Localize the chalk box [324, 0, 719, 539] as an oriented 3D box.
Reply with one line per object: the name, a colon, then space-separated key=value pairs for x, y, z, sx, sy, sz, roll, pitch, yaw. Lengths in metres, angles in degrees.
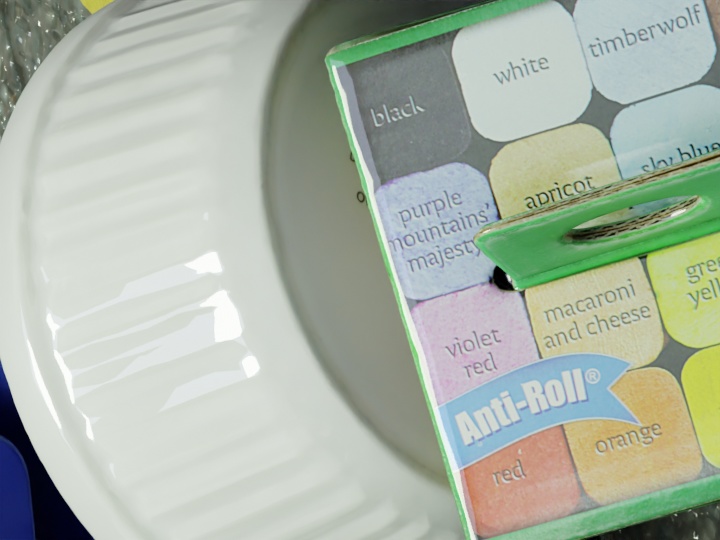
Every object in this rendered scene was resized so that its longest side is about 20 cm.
chalk box: x=0.074 y=-0.010 z=0.691 sx=0.124 sy=0.200 sz=0.124 roll=-16 pitch=91 yaw=12

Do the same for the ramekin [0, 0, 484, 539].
ramekin: x=0.000 y=0.000 z=0.835 sx=0.094 sy=0.202 sz=0.203 roll=-20 pitch=87 yaw=44

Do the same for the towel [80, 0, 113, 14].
towel: x=-0.051 y=-0.103 z=1.012 sx=0.200 sy=0.023 sz=0.144 roll=55 pitch=141 yaw=26

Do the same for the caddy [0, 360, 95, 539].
caddy: x=-0.107 y=0.113 z=0.886 sx=0.105 sy=0.141 sz=0.201 roll=4 pitch=105 yaw=51
